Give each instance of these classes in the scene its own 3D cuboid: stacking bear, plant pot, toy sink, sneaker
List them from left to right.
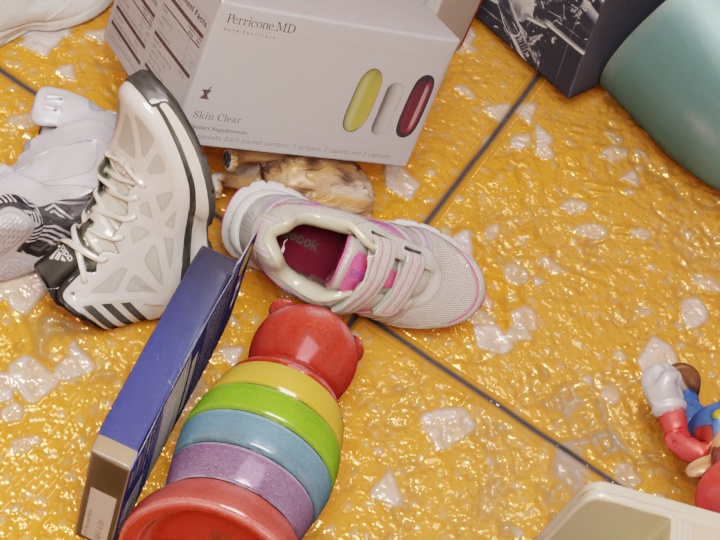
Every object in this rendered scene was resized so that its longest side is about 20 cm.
[{"bbox_3d":[-0.239,-0.062,1.026,0.199,0.075,0.115,-11,60,-29],"label":"sneaker"},{"bbox_3d":[-0.256,-0.234,1.126,0.075,0.089,0.200,43,55,15],"label":"sneaker"},{"bbox_3d":[-0.161,-0.031,0.955,0.115,0.201,0.076,-26,50,-23],"label":"sneaker"},{"bbox_3d":[-0.060,0.106,0.951,0.121,0.114,0.200,24,49,-1],"label":"stacking bear"},{"bbox_3d":[0.000,0.000,1.025,0.199,0.082,0.088,14,11,-15],"label":"sneaker"},{"bbox_3d":[0.213,0.234,0.931,0.199,0.131,0.112,17,54,-7],"label":"toy sink"},{"bbox_3d":[0.326,-0.155,1.196,0.200,0.201,0.161,-28,77,-31],"label":"plant pot"}]

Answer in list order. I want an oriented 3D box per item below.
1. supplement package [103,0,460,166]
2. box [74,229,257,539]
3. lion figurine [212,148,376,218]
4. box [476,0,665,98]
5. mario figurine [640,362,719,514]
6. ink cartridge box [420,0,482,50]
[{"bbox_3d":[-0.060,-0.169,1.056,0.199,0.111,0.156,2,34,-34],"label":"supplement package"},{"bbox_3d":[-0.126,0.070,0.941,0.032,0.121,0.200,25,53,1],"label":"box"},{"bbox_3d":[-0.075,-0.106,1.108,0.122,0.073,0.200,-8,55,-34],"label":"lion figurine"},{"bbox_3d":[0.175,-0.286,1.211,0.104,0.200,0.182,-27,59,-31],"label":"box"},{"bbox_3d":[0.268,0.109,0.995,0.123,0.106,0.200,-16,15,3],"label":"mario figurine"},{"bbox_3d":[0.009,-0.276,1.203,0.200,0.145,0.083,42,56,14],"label":"ink cartridge box"}]
